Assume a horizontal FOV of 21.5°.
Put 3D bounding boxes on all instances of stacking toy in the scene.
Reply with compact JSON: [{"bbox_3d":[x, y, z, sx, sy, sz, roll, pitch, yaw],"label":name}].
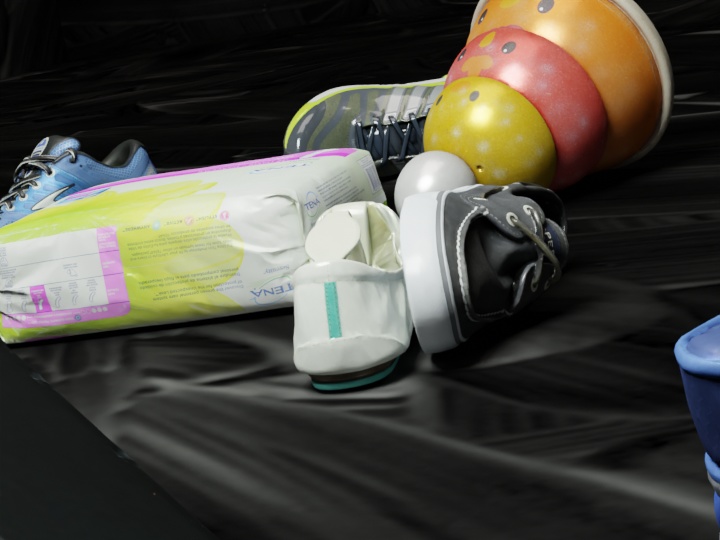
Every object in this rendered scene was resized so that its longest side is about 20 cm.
[{"bbox_3d":[0.089,-0.085,1.159,0.146,0.146,0.200,-1,31,41],"label":"stacking toy"}]

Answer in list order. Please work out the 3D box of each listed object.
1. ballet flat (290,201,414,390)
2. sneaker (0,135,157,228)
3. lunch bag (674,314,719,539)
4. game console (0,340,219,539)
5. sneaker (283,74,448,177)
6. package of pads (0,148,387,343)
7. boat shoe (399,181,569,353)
[{"bbox_3d":[0.000,0.000,0.894,0.069,0.070,0.200,-10,11,7],"label":"ballet flat"},{"bbox_3d":[-0.215,-0.040,1.247,0.078,0.089,0.200,-1,15,45],"label":"sneaker"},{"bbox_3d":[0.156,0.041,0.350,0.200,0.133,0.136,0,15,43],"label":"lunch bag"},{"bbox_3d":[-0.161,0.074,0.556,0.176,0.116,0.200,-42,57,-18],"label":"game console"},{"bbox_3d":[0.038,-0.104,1.377,0.200,0.074,0.081,-18,16,-24],"label":"sneaker"},{"bbox_3d":[-0.099,-0.017,1.069,0.200,0.068,0.155,-8,11,18],"label":"package of pads"},{"bbox_3d":[0.065,-0.008,0.885,0.066,0.070,0.200,-10,3,13],"label":"boat shoe"}]
